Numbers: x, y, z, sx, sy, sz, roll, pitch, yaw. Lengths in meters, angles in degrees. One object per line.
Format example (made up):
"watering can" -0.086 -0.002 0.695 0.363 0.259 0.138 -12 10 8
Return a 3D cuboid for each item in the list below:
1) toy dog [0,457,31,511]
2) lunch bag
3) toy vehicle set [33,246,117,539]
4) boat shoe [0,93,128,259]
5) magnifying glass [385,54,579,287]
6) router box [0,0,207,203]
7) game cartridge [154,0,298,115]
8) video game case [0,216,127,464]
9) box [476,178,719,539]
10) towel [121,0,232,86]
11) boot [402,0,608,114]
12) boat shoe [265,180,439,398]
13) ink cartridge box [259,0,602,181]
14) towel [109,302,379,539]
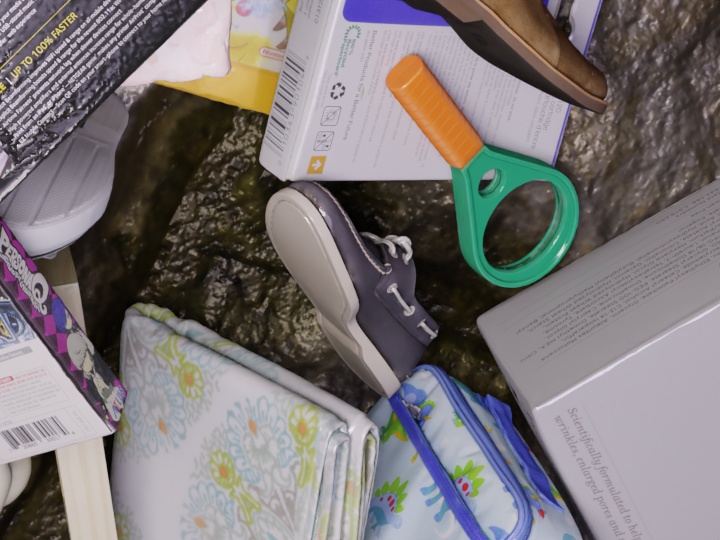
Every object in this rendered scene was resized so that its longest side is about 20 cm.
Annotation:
"toy dog" -0.272 0.163 1.151 0.139 0.194 0.201 24 99 -34
"lunch bag" 0.043 0.159 1.219 0.082 0.200 0.161 36 104 -32
"toy vehicle set" -0.169 0.075 1.171 0.026 0.124 0.201 -10 115 -10
"boat shoe" -0.169 -0.040 1.083 0.072 0.200 0.071 24 114 -1
"magnifying glass" 0.071 -0.059 1.190 0.080 0.022 0.200 -46 137 -4
"router box" -0.165 -0.124 0.857 0.200 0.051 0.149 -44 116 -1
"game cartridge" -0.061 -0.193 1.134 0.175 0.032 0.201 13 110 -19
"video game case" -0.244 0.032 0.991 0.199 0.036 0.182 -17 124 23
"box" 0.211 0.083 1.268 0.199 0.131 0.200 -29 116 -1
"towel" -0.155 -0.171 0.897 0.199 0.032 0.192 -5 115 -12
"boot" 0.086 -0.151 1.112 0.200 0.073 0.076 34 83 -43
"boat shoe" 0.000 0.000 1.189 0.063 0.073 0.200 -42 145 -13
"ink cartridge box" 0.052 -0.146 1.161 0.199 0.043 0.199 -1 117 -36
"towel" -0.075 0.130 1.191 0.048 0.199 0.172 -12 118 -46
